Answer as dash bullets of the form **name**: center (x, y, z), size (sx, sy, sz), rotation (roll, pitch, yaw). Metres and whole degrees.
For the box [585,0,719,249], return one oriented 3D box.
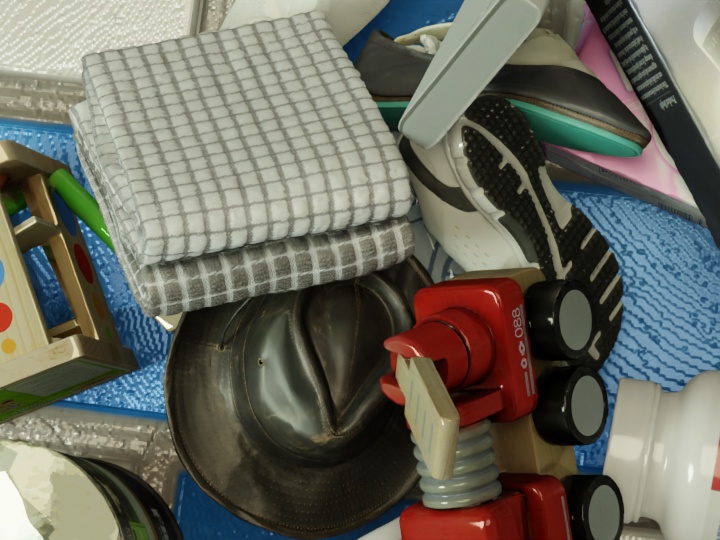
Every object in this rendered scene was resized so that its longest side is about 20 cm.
- **box**: center (0.253, -0.146, 1.361), size (0.199, 0.123, 0.199), rotation (-29, 90, -3)

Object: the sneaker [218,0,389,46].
- **sneaker**: center (-0.059, -0.156, 1.509), size (0.200, 0.075, 0.089), rotation (-43, 49, 11)

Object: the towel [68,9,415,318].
- **towel**: center (-0.073, -0.060, 1.386), size (0.165, 0.086, 0.200), rotation (-12, 37, -13)

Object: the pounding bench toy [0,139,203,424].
- **pounding bench toy**: center (-0.199, -0.007, 1.458), size (0.199, 0.124, 0.157), rotation (-21, 80, 8)

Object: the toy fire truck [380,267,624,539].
- **toy fire truck**: center (0.061, 0.100, 1.312), size (0.128, 0.200, 0.177), rotation (-3, 99, 38)

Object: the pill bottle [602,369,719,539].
- **pill bottle**: center (0.244, 0.121, 1.411), size (0.199, 0.112, 0.113), rotation (9, 83, 7)

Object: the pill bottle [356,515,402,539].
- **pill bottle**: center (0.046, 0.252, 1.412), size (0.113, 0.113, 0.201), rotation (-31, 81, 1)

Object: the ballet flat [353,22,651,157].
- **ballet flat**: center (0.084, -0.115, 1.428), size (0.199, 0.073, 0.073), rotation (9, 83, 27)

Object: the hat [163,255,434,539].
- **hat**: center (-0.015, 0.055, 1.392), size (0.200, 0.081, 0.202), rotation (4, 81, -24)

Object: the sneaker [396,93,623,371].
- **sneaker**: center (0.090, -0.019, 1.425), size (0.074, 0.080, 0.201), rotation (-46, 118, -35)

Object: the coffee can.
- **coffee can**: center (-0.189, 0.178, 1.401), size (0.146, 0.200, 0.147), rotation (-1, 82, 6)

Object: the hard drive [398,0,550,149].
- **hard drive**: center (0.092, -0.172, 1.360), size (0.026, 0.132, 0.200), rotation (34, 47, -6)

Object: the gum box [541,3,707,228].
- **gum box**: center (0.214, -0.091, 1.466), size (0.199, 0.066, 0.114), rotation (23, 86, 9)

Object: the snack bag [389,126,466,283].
- **snack bag**: center (0.000, 0.000, 1.491), size (0.200, 0.021, 0.189), rotation (-39, 80, -1)
